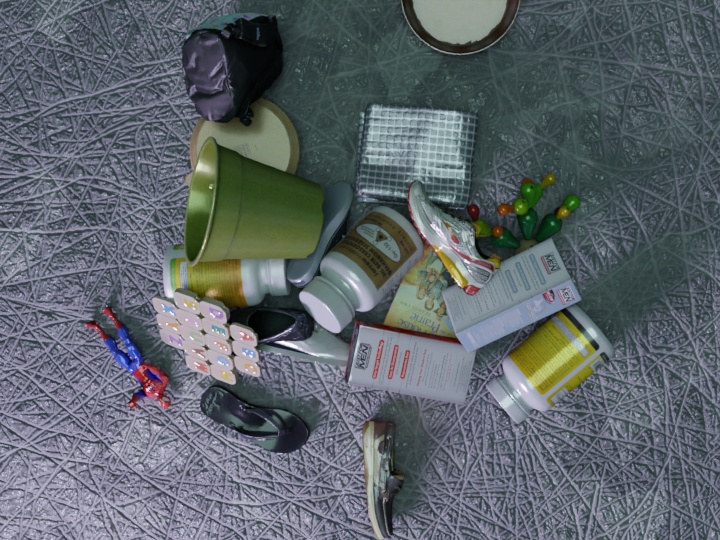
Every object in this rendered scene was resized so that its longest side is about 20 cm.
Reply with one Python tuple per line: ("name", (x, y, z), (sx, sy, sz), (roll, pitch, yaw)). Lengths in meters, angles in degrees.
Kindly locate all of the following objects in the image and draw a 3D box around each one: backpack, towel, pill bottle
("backpack", (-0.203, -0.343, 1.516), (0.126, 0.200, 0.168), (11, 124, 16))
("towel", (0.090, -0.189, 1.564), (0.198, 0.086, 0.167), (5, 92, 3))
("pill bottle", (0.308, 0.156, 1.554), (0.200, 0.112, 0.113), (-40, 90, 4))
("pill bottle", (0.000, 0.000, 1.521), (0.114, 0.114, 0.200), (45, 69, 0))
("pill bottle", (-0.220, 0.006, 1.579), (0.198, 0.111, 0.112), (-4, 93, 4))

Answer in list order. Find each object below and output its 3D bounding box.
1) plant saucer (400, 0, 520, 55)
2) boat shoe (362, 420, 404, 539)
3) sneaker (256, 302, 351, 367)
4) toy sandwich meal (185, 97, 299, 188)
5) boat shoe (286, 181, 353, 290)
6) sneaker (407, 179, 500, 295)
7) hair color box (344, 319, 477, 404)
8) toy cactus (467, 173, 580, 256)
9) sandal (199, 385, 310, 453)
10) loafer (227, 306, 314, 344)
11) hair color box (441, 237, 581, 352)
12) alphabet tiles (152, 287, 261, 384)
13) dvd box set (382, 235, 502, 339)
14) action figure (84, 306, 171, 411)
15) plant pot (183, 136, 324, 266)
("plant saucer", (0.166, -0.457, 1.571), (0.199, 0.034, 0.202), (0, 93, 4))
("boat shoe", (0.042, 0.354, 1.601), (0.064, 0.073, 0.202), (-7, 92, 9))
("sneaker", (-0.086, 0.113, 1.600), (0.198, 0.076, 0.081), (13, 84, 1))
("toy sandwich meal", (-0.196, -0.192, 1.593), (0.203, 0.070, 0.207), (0, 91, 1))
("boat shoe", (-0.054, -0.052, 1.582), (0.073, 0.068, 0.200), (1, 61, 38))
("sneaker", (0.145, -0.062, 1.494), (0.082, 0.078, 0.200), (-37, 91, 14))
("hair color box", (0.081, 0.150, 1.550), (0.198, 0.061, 0.102), (12, 95, -9))
("toy cactus", (0.266, -0.067, 1.555), (0.199, 0.102, 0.166), (-18, 116, -24))
("sandal", (-0.185, 0.262, 1.625), (0.199, 0.043, 0.077), (20, 94, 2))
("loafer", (-0.174, 0.088, 1.550), (0.199, 0.070, 0.069), (-4, 74, 23))
("hair color box", (0.239, 0.040, 1.511), (0.199, 0.099, 0.061), (-27, 134, 12))
("alphabet tiles", (-0.254, 0.111, 1.561), (0.194, 0.015, 0.201), (18, 138, 16))
("dvd box set", (0.135, 0.040, 1.600), (0.146, 0.029, 0.201), (24, 94, 2))
("action figure", (-0.395, 0.160, 1.609), (0.065, 0.099, 0.200), (-39, 93, 6))
("plant pot", (-0.162, -0.092, 1.485), (0.189, 0.200, 0.202), (9, 94, -21))
